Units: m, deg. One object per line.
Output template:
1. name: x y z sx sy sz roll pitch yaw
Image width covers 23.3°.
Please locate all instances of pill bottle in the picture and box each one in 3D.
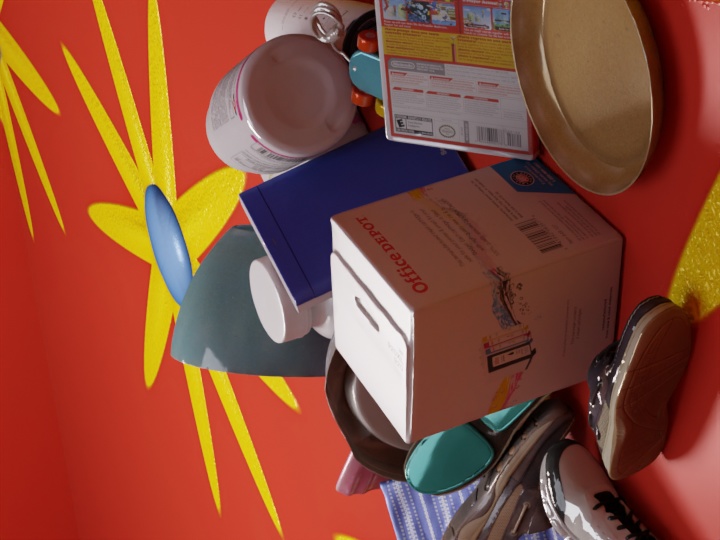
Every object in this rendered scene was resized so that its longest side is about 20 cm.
1. pill bottle: -0.083 -0.153 1.672 0.200 0.113 0.114 167 85 -72
2. pill bottle: 0.000 0.000 1.664 0.111 0.199 0.112 51 151 43

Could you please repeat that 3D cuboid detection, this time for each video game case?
1. video game case: 0.079 -0.194 1.460 0.142 0.017 0.201 11 123 27

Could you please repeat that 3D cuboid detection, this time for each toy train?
1. toy train: 0.053 -0.215 1.525 0.199 0.056 0.151 -15 105 46

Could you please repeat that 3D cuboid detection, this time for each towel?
1. towel: 0.120 0.253 1.653 0.199 0.024 0.146 -15 92 30

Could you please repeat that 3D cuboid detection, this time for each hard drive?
1. hard drive: 0.004 -0.059 1.608 0.132 0.199 0.025 60 171 28

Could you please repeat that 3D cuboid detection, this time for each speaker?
1. speaker: -0.023 -0.229 1.712 0.200 0.081 0.082 28 132 61

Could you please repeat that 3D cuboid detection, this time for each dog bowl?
1. dog bowl: 0.058 0.094 1.614 0.059 0.199 0.201 -127 26 -66

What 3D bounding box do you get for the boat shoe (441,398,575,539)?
1. boat shoe: 0.146 0.204 1.590 0.201 0.073 0.075 -58 5 23

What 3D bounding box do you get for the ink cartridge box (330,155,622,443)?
1. ink cartridge box: 0.092 0.021 1.448 0.147 0.199 0.145 50 150 46

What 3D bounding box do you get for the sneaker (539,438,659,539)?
1. sneaker: 0.224 0.229 1.488 0.201 0.073 0.080 62 143 14

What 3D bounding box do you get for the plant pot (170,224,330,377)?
1. plant pot: -0.090 0.025 1.777 0.200 0.199 0.136 -163 76 -65

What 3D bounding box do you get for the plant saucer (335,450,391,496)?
1. plant saucer: 0.040 0.141 1.753 0.051 0.201 0.201 27 149 3

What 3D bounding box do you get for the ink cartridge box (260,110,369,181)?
1. ink cartridge box: -0.051 -0.127 1.857 0.201 0.084 0.145 64 157 17

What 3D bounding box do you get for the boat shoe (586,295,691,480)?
1. boat shoe: 0.212 0.087 1.383 0.065 0.072 0.201 50 156 35

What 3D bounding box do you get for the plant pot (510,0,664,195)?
1. plant pot: 0.177 -0.158 1.338 0.200 0.027 0.201 51 150 43

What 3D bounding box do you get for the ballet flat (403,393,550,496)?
1. ballet flat: 0.118 0.133 1.570 0.068 0.062 0.200 48 121 5
